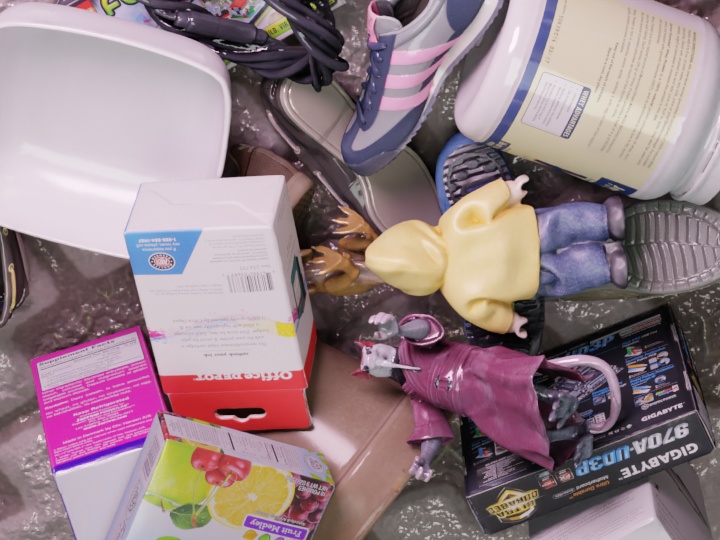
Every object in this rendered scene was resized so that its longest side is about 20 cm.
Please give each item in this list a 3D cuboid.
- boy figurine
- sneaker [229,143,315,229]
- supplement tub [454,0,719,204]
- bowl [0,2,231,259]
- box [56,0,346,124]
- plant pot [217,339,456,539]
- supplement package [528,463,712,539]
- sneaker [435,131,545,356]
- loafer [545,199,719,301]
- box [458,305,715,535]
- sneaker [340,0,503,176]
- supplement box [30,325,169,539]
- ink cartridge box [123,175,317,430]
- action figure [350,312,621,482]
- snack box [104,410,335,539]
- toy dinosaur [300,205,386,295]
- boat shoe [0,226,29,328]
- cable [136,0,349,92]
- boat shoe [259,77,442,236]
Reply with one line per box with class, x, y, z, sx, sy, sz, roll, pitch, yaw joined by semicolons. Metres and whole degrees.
boy figurine;0.104;-0.008;1.615;0.199;0.064;0.125;-7;103;1
sneaker;-0.110;-0.016;1.720;0.075;0.070;0.200;38;116;10
supplement tub;0.185;-0.139;1.596;0.199;0.145;0.145;19;116;-9
bowl;-0.198;-0.114;1.611;0.199;0.075;0.201;13;130;-4
box;-0.122;-0.207;1.627;0.199;0.035;0.110;-28;113;14
plant pot;-0.044;0.134;1.732;0.174;0.200;0.200;40;112;2
supplement package;0.214;0.212;1.746;0.117;0.200;0.117;-32;113;16
sneaker;0.103;-0.013;1.684;0.066;0.078;0.201;-12;101;-1
loafer;0.214;-0.013;1.682;0.199;0.070;0.076;-5;85;31
box;0.178;0.120;1.722;0.199;0.159;0.046;-23;118;11
sneaker;0.025;-0.163;1.587;0.082;0.070;0.200;19;116;-30
supplement box;-0.197;0.141;1.707;0.103;0.200;0.102;-17;116;-5
ink cartridge box;-0.101;0.029;1.622;0.116;0.067;0.201;-2;128;10
action figure;0.083;0.077;1.620;0.199;0.149;0.135;17;123;31
snack box;-0.122;0.219;1.618;0.142;0.053;0.201;18;108;-20
toy dinosaur;0.000;0.000;1.688;0.199;0.061;0.106;-2;152;6
boat shoe;-0.314;-0.049;1.697;0.071;0.061;0.202;-13;116;7
cable;-0.094;-0.193;1.544;0.163;0.051;0.200;0;146;37
boat shoe;-0.005;-0.089;1.683;0.067;0.057;0.200;-49;116;-16
